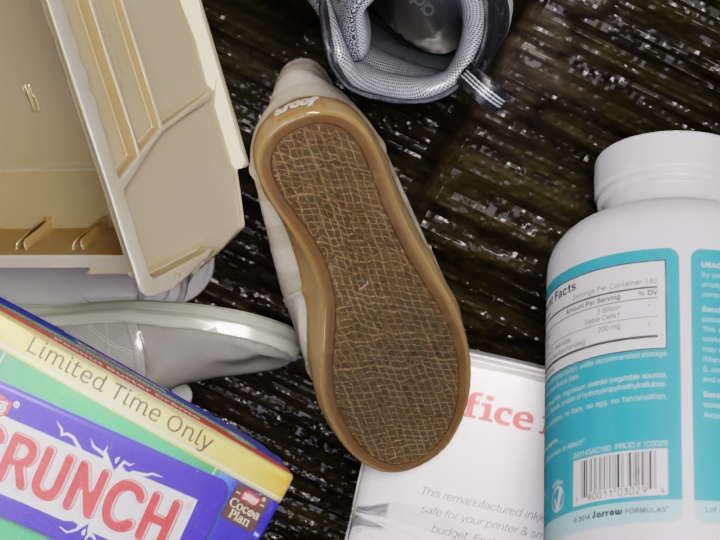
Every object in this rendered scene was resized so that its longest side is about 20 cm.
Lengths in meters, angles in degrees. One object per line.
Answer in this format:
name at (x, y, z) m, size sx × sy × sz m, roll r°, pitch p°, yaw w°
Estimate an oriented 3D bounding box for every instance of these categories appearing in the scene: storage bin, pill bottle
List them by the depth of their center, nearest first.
storage bin at (-0.167, -0.085, 0.863) m, size 0.200 × 0.094 × 0.199 m, roll 0°, pitch 118°, yaw 30°
pill bottle at (0.132, 0.046, 0.906) m, size 0.110 × 0.201 × 0.111 m, roll 3°, pitch 159°, yaw 1°

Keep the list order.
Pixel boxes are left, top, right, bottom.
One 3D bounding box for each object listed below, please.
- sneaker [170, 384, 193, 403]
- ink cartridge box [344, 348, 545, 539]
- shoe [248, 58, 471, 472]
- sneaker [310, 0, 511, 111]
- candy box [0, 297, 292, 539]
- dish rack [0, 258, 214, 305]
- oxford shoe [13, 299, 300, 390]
sneaker at (-0.094, 0.138, 1.093) m, size 0.074 × 0.080 × 0.200 m, roll 30°, pitch 144°, yaw 48°
ink cartridge box at (0.064, 0.141, 1.008) m, size 0.146 × 0.083 × 0.201 m, roll 13°, pitch 92°, yaw 2°
shoe at (0.000, 0.000, 0.910) m, size 0.070 × 0.053 × 0.200 m, roll -18°, pitch 126°, yaw -3°
sneaker at (-0.014, -0.138, 0.841) m, size 0.200 × 0.114 × 0.075 m, roll 39°, pitch 106°, yaw -19°
candy box at (-0.149, 0.130, 0.939) m, size 0.169 × 0.077 × 0.200 m, roll 30°, pitch 87°, yaw -11°
dish rack at (-0.176, -0.041, 1.005) m, size 0.199 × 0.044 × 0.172 m, roll -1°, pitch 125°, yaw 11°
oxford shoe at (-0.126, 0.046, 1.010) m, size 0.199 × 0.058 × 0.075 m, roll -2°, pitch 162°, yaw 7°
